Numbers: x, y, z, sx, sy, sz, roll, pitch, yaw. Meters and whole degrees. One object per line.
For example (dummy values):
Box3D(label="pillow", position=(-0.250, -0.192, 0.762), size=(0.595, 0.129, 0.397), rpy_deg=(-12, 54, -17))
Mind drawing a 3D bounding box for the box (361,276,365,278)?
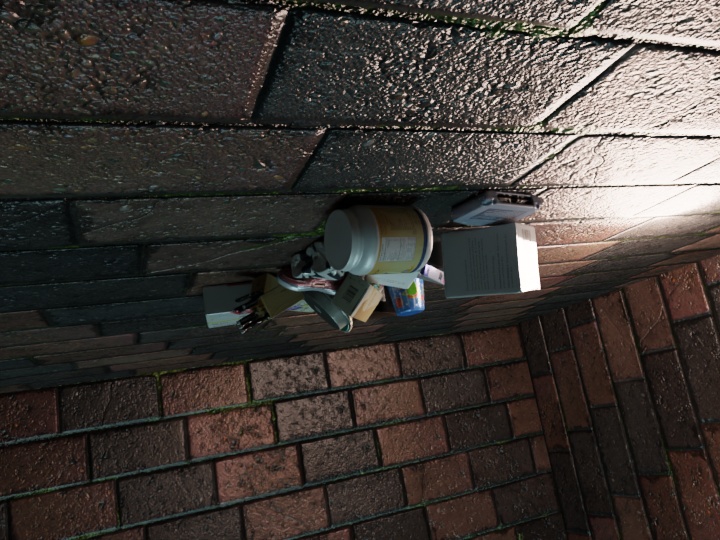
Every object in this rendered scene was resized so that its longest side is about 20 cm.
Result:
Box3D(label="box", position=(0.000, 0.000, 1.737), size=(0.143, 0.037, 0.198), rpy_deg=(-20, 162, 35))

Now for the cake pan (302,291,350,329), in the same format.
Box3D(label="cake pan", position=(-0.112, 0.103, 1.762), size=(0.037, 0.200, 0.200), rpy_deg=(-46, 173, -13))

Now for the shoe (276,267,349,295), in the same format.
Box3D(label="shoe", position=(-0.122, 0.007, 1.613), size=(0.197, 0.072, 0.092), rpy_deg=(10, 134, -16))

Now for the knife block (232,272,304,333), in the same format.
Box3D(label="knife block", position=(-0.253, 0.109, 1.637), size=(0.063, 0.178, 0.199), rpy_deg=(-19, 143, 37))

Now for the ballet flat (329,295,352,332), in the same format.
Box3D(label="ballet flat", position=(-0.074, 0.118, 1.890), size=(0.063, 0.200, 0.076), rpy_deg=(0, 127, -47))

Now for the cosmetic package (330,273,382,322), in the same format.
Box3D(label="cosmetic package", position=(-0.006, 0.077, 1.662), size=(0.071, 0.106, 0.200), rpy_deg=(33, 180, 15))

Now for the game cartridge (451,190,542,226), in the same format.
Box3D(label="game cartridge", position=(0.311, -0.141, 1.387), size=(0.197, 0.042, 0.133), rpy_deg=(0, 160, -37))

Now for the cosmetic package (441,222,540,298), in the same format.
Box3D(label="cosmetic package", position=(0.331, -0.022, 1.514), size=(0.197, 0.170, 0.166), rpy_deg=(-6, 177, 34))

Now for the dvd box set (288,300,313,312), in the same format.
Box3D(label="dvd box set", position=(-0.177, 0.109, 2.060), size=(0.145, 0.030, 0.199), rpy_deg=(-20, 163, 33))

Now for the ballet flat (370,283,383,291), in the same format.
Box3D(label="ballet flat", position=(0.021, 0.068, 1.940), size=(0.198, 0.072, 0.069), rpy_deg=(-21, -168, 40))

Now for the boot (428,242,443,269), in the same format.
Box3D(label="boot", position=(0.235, -0.030, 1.734), size=(0.196, 0.071, 0.174), rpy_deg=(3, 171, -22))

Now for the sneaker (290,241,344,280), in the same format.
Box3D(label="sneaker", position=(-0.073, -0.023, 1.487), size=(0.128, 0.081, 0.198), rpy_deg=(-2, 164, -38))

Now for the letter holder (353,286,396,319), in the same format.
Box3D(label="letter holder", position=(0.032, 0.112, 2.088), size=(0.140, 0.102, 0.199), rpy_deg=(-16, 166, 31))

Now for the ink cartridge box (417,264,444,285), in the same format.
Box3D(label="ink cartridge box", position=(0.166, -0.002, 1.719), size=(0.118, 0.043, 0.199), rpy_deg=(15, 179, 35))

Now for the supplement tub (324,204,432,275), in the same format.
Box3D(label="supplement tub", position=(0.036, -0.064, 1.250), size=(0.197, 0.147, 0.144), rpy_deg=(-2, 165, -31))

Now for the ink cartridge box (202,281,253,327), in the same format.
Box3D(label="ink cartridge box", position=(-0.385, 0.104, 1.758), size=(0.142, 0.085, 0.200), rpy_deg=(-7, 166, -14))

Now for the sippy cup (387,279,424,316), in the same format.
Box3D(label="sippy cup", position=(0.154, 0.078, 1.966), size=(0.138, 0.133, 0.177), rpy_deg=(-17, 166, 28))

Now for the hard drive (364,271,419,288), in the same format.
Box3D(label="hard drive", position=(0.084, 0.006, 1.616), size=(0.129, 0.027, 0.200), rpy_deg=(11, 165, -2))
